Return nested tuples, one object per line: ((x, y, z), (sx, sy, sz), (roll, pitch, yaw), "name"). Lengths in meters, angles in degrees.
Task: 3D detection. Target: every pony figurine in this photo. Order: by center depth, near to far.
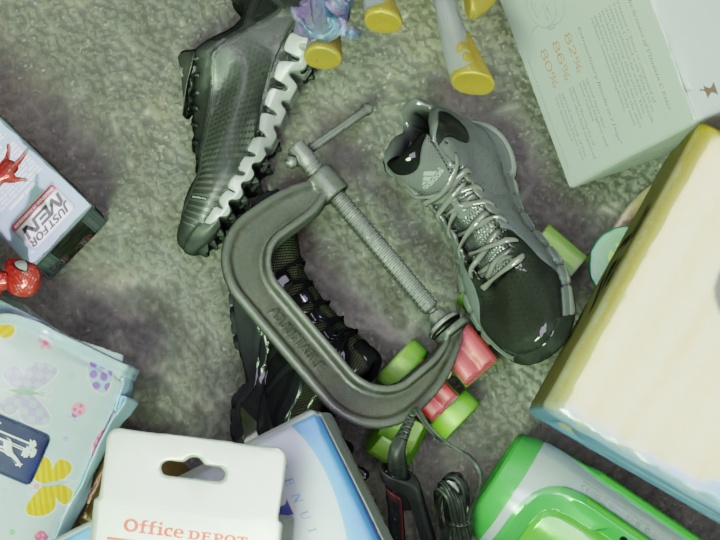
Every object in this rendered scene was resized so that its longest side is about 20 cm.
((0.015, -0.220, 1.551), (0.192, 0.167, 0.201), (9, 54, -1), "pony figurine")

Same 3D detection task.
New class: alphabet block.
((0.237, 0.048, 1.480), (0.195, 0.196, 0.201), (30, 87, 1), "alphabet block")

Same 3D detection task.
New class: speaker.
((0.170, 0.194, 1.573), (0.200, 0.088, 0.089), (34, 87, 3), "speaker")

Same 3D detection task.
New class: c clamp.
((0.000, 0.000, 1.555), (0.171, 0.027, 0.200), (-30, 80, -30), "c clamp")

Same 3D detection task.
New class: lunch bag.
((-0.261, 0.096, 1.546), (0.199, 0.127, 0.170), (26, 87, 19), "lunch bag")

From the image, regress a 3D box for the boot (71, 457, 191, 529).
((-0.111, 0.230, 1.572), (0.199, 0.066, 0.176), (26, 81, 4), "boot")

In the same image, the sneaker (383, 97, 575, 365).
((0.064, -0.032, 1.537), (0.075, 0.115, 0.201), (-37, 50, 20), "sneaker")

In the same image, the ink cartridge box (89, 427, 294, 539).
((-0.104, 0.199, 1.406), (0.116, 0.067, 0.201), (7, 87, 6), "ink cartridge box")

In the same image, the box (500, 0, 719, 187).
((0.192, -0.157, 1.529), (0.106, 0.200, 0.153), (-19, 87, -21), "box")

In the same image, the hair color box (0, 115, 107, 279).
((-0.266, -0.086, 1.589), (0.200, 0.099, 0.061), (44, 87, 3), "hair color box")

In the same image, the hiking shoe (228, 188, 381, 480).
((-0.034, 0.045, 1.584), (0.100, 0.076, 0.201), (-2, 85, 8), "hiking shoe")

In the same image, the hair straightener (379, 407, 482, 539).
((0.055, 0.178, 1.554), (0.077, 0.041, 0.201), (-5, 116, 1), "hair straightener")

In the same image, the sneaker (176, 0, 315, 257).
((-0.092, -0.109, 1.609), (0.090, 0.066, 0.201), (25, 83, 5), "sneaker")

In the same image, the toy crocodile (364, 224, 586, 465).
((0.076, 0.053, 1.595), (0.068, 0.062, 0.200), (45, 87, 3), "toy crocodile")

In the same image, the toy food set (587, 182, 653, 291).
((0.254, 0.024, 1.602), (0.197, 0.049, 0.200), (-32, 87, -2), "toy food set")

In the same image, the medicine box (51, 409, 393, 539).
((-0.070, 0.212, 1.487), (0.199, 0.103, 0.183), (-27, 83, 3), "medicine box")

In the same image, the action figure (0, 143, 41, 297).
((-0.275, -0.042, 1.504), (0.199, 0.065, 0.099), (22, 72, 24), "action figure")
